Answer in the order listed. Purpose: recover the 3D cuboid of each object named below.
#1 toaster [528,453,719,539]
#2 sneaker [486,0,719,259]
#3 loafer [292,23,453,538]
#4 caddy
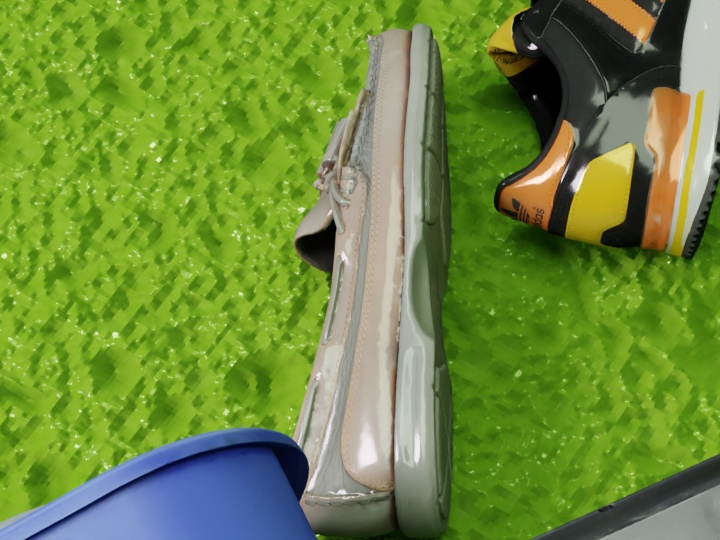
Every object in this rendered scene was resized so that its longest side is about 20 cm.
[{"bbox_3d":[0.098,0.143,0.827,0.199,0.181,0.119,-23,64,-11],"label":"toaster"},{"bbox_3d":[0.094,-0.101,1.029,0.090,0.070,0.201,6,62,1],"label":"sneaker"},{"bbox_3d":[0.000,0.000,0.976,0.063,0.072,0.201,-4,62,7],"label":"loafer"},{"bbox_3d":[-0.093,0.125,0.862,0.200,0.142,0.105,-28,68,-15],"label":"caddy"}]
